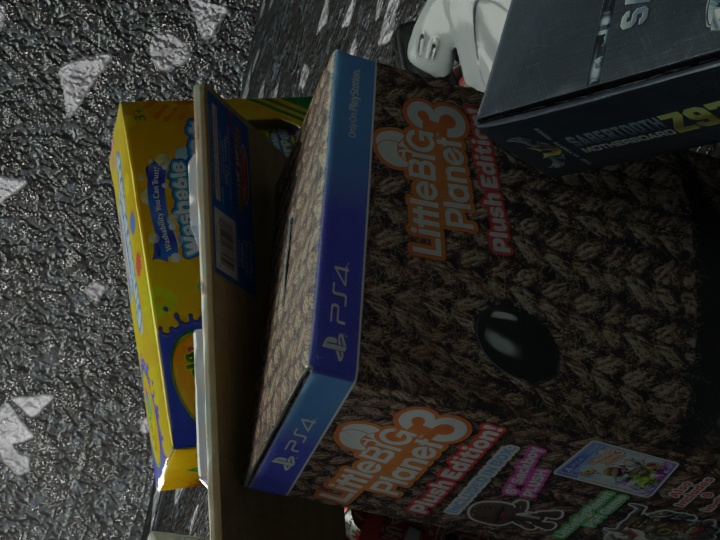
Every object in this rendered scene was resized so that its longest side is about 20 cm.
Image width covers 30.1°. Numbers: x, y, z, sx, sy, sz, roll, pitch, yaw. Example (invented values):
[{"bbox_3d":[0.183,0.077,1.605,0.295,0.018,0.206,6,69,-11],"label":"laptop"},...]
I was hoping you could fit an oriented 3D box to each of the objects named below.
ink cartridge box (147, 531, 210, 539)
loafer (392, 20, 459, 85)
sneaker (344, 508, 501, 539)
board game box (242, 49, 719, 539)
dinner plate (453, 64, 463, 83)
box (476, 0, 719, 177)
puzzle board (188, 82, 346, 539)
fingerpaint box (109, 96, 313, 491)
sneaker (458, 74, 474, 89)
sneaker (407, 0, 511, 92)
[{"bbox_3d":[-0.028,0.242,0.738,0.147,0.198,0.148,175,106,-77],"label":"ink cartridge box"},{"bbox_3d":[0.068,-0.058,0.792,0.068,0.070,0.202,75,178,-74],"label":"loafer"},{"bbox_3d":[0.047,0.160,0.654,0.202,0.107,0.068,-117,40,-56],"label":"sneaker"},{"bbox_3d":[0.063,0.019,0.567,0.097,0.198,0.161,119,159,-50],"label":"board game box"},{"bbox_3d":[0.041,-0.116,0.941,0.024,0.199,0.200,61,167,-5],"label":"dinner plate"},{"bbox_3d":[0.133,-0.143,0.508,0.157,0.051,0.202,-9,58,55],"label":"box"},{"bbox_3d":[-0.043,0.035,0.609,0.151,0.017,0.202,38,-135,-67],"label":"puzzle board"},{"bbox_3d":[-0.042,0.006,0.738,0.073,0.165,0.202,121,141,-60],"label":"fingerpaint box"},{"bbox_3d":[0.100,-0.100,0.816,0.087,0.073,0.201,-99,23,-47],"label":"sneaker"},{"bbox_3d":[0.088,-0.093,0.732,0.114,0.075,0.202,0,88,50],"label":"sneaker"}]
